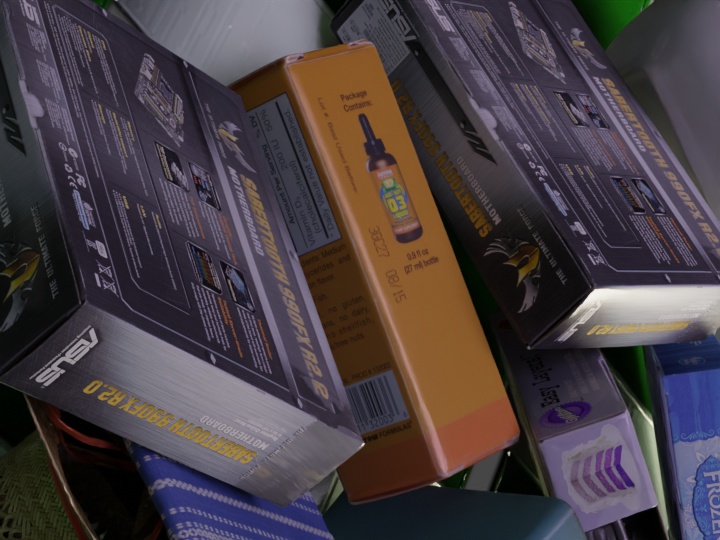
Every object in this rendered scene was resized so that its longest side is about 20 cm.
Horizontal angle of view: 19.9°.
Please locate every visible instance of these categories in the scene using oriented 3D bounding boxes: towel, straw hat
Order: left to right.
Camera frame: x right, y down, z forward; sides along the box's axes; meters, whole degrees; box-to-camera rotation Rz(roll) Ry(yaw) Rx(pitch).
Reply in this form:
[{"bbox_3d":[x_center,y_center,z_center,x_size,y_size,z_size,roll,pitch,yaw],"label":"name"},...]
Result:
[{"bbox_3d":[-0.108,0.106,0.807,0.202,0.085,0.201,54,11,-16],"label":"straw hat"},{"bbox_3d":[-0.060,0.079,0.823,0.201,0.024,0.145,61,14,27],"label":"towel"}]

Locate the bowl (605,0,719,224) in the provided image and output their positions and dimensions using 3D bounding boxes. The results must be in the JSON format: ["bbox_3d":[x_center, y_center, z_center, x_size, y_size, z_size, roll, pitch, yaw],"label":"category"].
[{"bbox_3d":[0.194,-0.058,1.122,0.074,0.200,0.201,-24,89,-12],"label":"bowl"}]

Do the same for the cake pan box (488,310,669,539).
[{"bbox_3d":[0.123,0.126,1.035,0.200,0.052,0.185,-104,173,-72],"label":"cake pan box"}]

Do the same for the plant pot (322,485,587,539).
[{"bbox_3d":[0.011,0.214,0.915,0.200,0.141,0.142,-42,118,-35],"label":"plant pot"}]

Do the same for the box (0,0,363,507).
[{"bbox_3d":[-0.089,-0.020,0.801,0.158,0.048,0.201,31,29,-46],"label":"box"}]

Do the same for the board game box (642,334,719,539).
[{"bbox_3d":[0.192,0.136,1.129,0.200,0.043,0.200,-58,140,-82],"label":"board game box"}]

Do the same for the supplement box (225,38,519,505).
[{"bbox_3d":[0.000,0.000,0.940,0.066,0.069,0.201,-18,89,-49],"label":"supplement box"}]

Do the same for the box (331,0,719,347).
[{"bbox_3d":[0.093,-0.056,1.014,0.158,0.048,0.201,0,53,-51],"label":"box"}]
